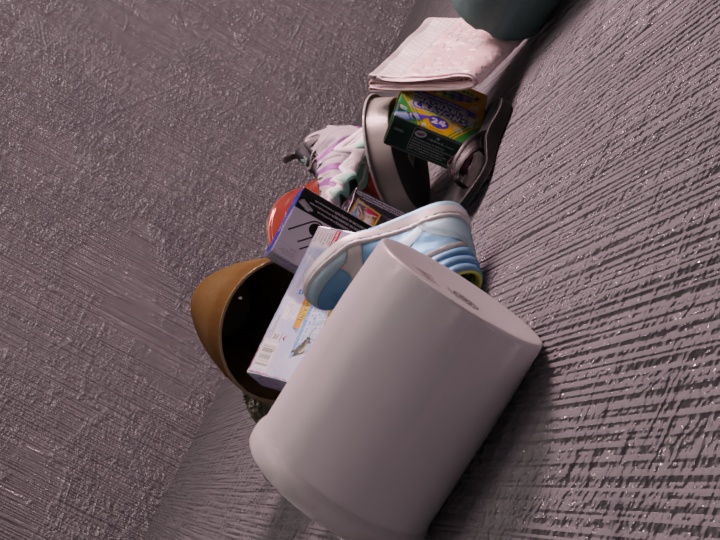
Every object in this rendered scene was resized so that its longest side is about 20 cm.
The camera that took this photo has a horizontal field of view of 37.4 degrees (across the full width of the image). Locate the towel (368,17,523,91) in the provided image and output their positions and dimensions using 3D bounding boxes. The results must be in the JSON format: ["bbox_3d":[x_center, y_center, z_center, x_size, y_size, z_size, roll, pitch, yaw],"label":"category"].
[{"bbox_3d":[0.132,-0.315,1.518,0.190,0.032,0.200,6,40,37],"label":"towel"}]

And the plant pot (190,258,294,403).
[{"bbox_3d":[-0.146,0.061,1.429,0.200,0.186,0.187,16,77,57],"label":"plant pot"}]

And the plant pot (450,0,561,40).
[{"bbox_3d":[0.215,-0.426,1.415,0.196,0.199,0.201,118,176,-54],"label":"plant pot"}]

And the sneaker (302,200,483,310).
[{"bbox_3d":[0.036,0.017,1.120,0.199,0.080,0.131,-27,49,11],"label":"sneaker"}]

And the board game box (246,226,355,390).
[{"bbox_3d":[-0.002,0.056,1.193,0.199,0.041,0.201,12,66,34],"label":"board game box"}]

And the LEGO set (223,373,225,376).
[{"bbox_3d":[-0.137,0.140,1.708,0.154,0.115,0.201,62,-146,-45],"label":"LEGO set"}]

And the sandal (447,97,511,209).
[{"bbox_3d":[0.144,-0.151,1.382,0.075,0.048,0.201,-51,13,51],"label":"sandal"}]

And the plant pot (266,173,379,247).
[{"bbox_3d":[-0.021,-0.085,1.725,0.195,0.200,0.201,-37,24,52],"label":"plant pot"}]

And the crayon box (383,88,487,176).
[{"bbox_3d":[0.112,-0.226,1.530,0.200,0.125,0.052,-73,6,-54],"label":"crayon box"}]

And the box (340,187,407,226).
[{"bbox_3d":[0.000,0.000,1.471,0.200,0.132,0.115,-47,20,60],"label":"box"}]

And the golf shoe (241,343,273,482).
[{"bbox_3d":[-0.122,0.201,1.524,0.097,0.078,0.201,46,-141,-86],"label":"golf shoe"}]

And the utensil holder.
[{"bbox_3d":[0.031,0.100,0.871,0.201,0.169,0.170,-57,9,9],"label":"utensil holder"}]

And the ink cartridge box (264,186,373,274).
[{"bbox_3d":[-0.010,-0.012,1.331,0.094,0.199,0.044,-64,11,-17],"label":"ink cartridge box"}]

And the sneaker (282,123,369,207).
[{"bbox_3d":[-0.060,-0.147,1.586,0.078,0.139,0.200,85,-153,-44],"label":"sneaker"}]

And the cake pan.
[{"bbox_3d":[0.058,-0.169,1.585,0.037,0.201,0.201,-12,31,20],"label":"cake pan"}]
